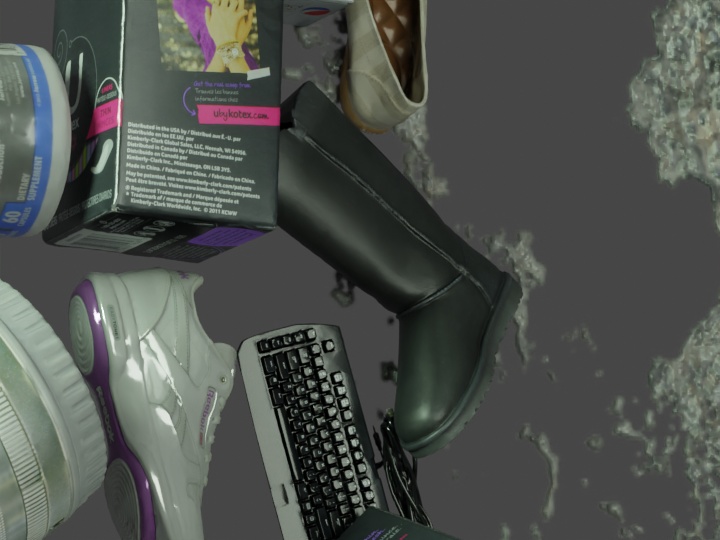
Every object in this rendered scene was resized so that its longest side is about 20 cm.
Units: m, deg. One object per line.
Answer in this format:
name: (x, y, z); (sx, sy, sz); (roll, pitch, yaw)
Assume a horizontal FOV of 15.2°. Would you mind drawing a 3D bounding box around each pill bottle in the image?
pill bottle: (-0.275, -0.077, 1.534); (0.199, 0.114, 0.114); (1, 80, -28)

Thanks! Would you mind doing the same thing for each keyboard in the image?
keyboard: (-0.005, 0.127, 1.685); (0.104, 0.040, 0.201); (-15, 89, -29)

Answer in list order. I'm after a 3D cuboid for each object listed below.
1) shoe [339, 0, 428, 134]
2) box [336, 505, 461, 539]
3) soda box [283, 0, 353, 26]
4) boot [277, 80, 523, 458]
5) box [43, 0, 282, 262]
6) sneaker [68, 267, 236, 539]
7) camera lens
shoe: (0.019, -0.190, 1.747); (0.070, 0.053, 0.201); (2, 80, -28)
box: (0.035, 0.228, 1.581); (0.122, 0.200, 0.106); (-44, 110, -14)
soda box: (-0.048, -0.261, 1.716); (0.063, 0.068, 0.201); (5, 79, -27)
boot: (0.000, -0.001, 1.681); (0.200, 0.066, 0.165); (45, 39, -18)
box: (-0.117, -0.116, 1.612); (0.106, 0.122, 0.201); (7, 77, -26)
sneaker: (-0.108, 0.093, 1.614); (0.099, 0.075, 0.201); (-10, 86, -28)
camera lens: (-0.261, 0.109, 1.481); (0.200, 0.160, 0.160); (-32, 96, -29)
